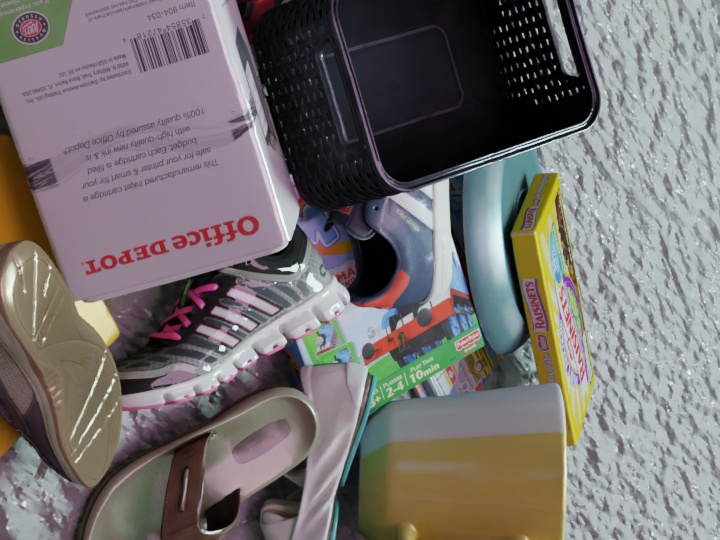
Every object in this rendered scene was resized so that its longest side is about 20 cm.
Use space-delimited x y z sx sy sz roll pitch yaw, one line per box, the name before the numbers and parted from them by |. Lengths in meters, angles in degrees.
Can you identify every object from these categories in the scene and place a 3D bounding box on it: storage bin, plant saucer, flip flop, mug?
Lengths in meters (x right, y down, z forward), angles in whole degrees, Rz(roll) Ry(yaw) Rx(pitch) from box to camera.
storage bin | 0.045 -0.130 1.107 0.199 0.093 0.136 -21 96 -36
plant saucer | 0.123 -0.033 1.379 0.200 0.027 0.202 -3 90 -71
flip flop | -0.106 0.151 1.155 0.199 0.057 0.082 -32 116 -19
mug | 0.074 0.160 1.275 0.187 0.152 0.151 -81 173 -85

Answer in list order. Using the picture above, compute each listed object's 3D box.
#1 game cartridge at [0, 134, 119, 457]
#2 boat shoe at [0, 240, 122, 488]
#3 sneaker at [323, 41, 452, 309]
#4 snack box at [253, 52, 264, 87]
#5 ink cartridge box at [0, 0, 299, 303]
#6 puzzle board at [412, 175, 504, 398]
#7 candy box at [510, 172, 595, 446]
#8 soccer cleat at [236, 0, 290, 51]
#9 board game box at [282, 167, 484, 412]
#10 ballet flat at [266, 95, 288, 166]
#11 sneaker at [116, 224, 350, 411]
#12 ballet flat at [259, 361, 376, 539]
game cartridge | -0.252 0.032 1.032 0.200 0.032 0.177 -48 126 -37
boat shoe | -0.198 0.056 1.024 0.201 0.064 0.072 72 33 -48
sneaker | 0.013 -0.067 1.194 0.084 0.075 0.202 -16 106 -31
snack box | -0.085 -0.228 1.186 0.116 0.037 0.202 -16 105 -45
ink cartridge box | -0.134 -0.099 1.042 0.084 0.144 0.202 -81 155 -73
puzzle board | 0.069 0.012 1.388 0.151 0.017 0.201 -49 126 -33
candy box | 0.159 0.033 1.391 0.102 0.026 0.201 -59 141 -54
soccer cleat | -0.055 -0.246 1.145 0.085 0.068 0.202 6 92 -55
board game box | 0.000 0.000 1.268 0.151 0.037 0.201 -29 114 -22
ballet flat | -0.099 -0.074 1.175 0.199 0.057 0.067 -23 77 -38
sneaker | -0.102 0.026 1.156 0.199 0.074 0.088 -29 104 -28
ballet flat | -0.040 0.159 1.243 0.069 0.069 0.202 2 105 -47
